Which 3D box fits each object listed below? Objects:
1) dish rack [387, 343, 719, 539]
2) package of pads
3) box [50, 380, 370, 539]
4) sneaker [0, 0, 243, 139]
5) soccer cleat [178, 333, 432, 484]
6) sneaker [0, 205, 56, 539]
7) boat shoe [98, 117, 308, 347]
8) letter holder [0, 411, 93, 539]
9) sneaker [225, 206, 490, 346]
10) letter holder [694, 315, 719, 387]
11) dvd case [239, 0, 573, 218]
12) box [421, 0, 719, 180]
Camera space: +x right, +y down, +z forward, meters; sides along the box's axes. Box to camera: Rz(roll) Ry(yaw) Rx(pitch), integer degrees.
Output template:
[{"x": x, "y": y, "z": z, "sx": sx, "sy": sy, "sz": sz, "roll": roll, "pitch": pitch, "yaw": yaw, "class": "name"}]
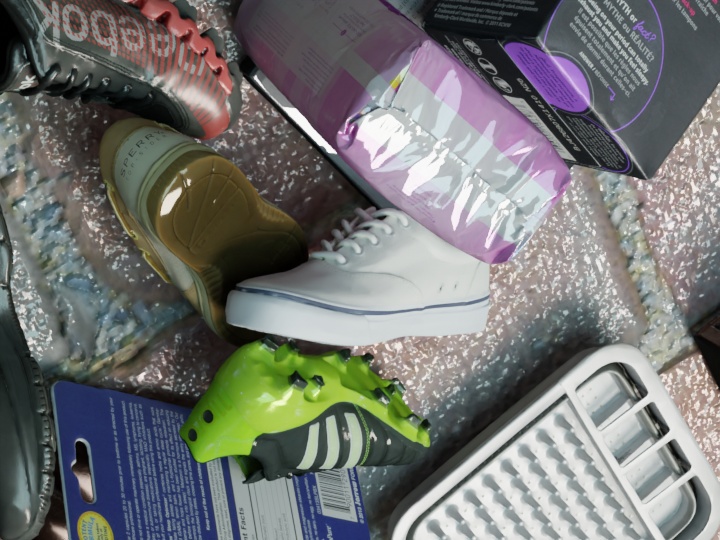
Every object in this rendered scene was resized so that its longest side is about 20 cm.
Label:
[{"x": 0.115, "y": 0.149, "z": 1.514, "sx": 0.200, "sy": 0.044, "sz": 0.172, "roll": -39, "pitch": 122, "yaw": -9, "class": "dish rack"}, {"x": 0.016, "y": -0.087, "z": 1.255, "sx": 0.076, "sy": 0.200, "sz": 0.120, "roll": -47, "pitch": 119, "yaw": 3, "class": "package of pads"}, {"x": -0.084, "y": 0.133, "z": 1.363, "sx": 0.199, "sy": 0.122, "sz": 0.032, "roll": 16, "pitch": 135, "yaw": -32, "class": "box"}, {"x": -0.145, "y": -0.115, "z": 1.250, "sx": 0.200, "sy": 0.071, "sz": 0.098, "roll": 38, "pitch": 61, "yaw": -31, "class": "sneaker"}, {"x": -0.030, "y": 0.085, "z": 1.383, "sx": 0.081, "sy": 0.068, "sz": 0.200, "roll": -44, "pitch": 151, "yaw": 15, "class": "soccer cleat"}, {"x": -0.210, "y": 0.047, "z": 1.264, "sx": 0.090, "sy": 0.076, "sz": 0.201, "roll": -15, "pitch": 78, "yaw": -10, "class": "sneaker"}, {"x": -0.083, "y": -0.024, "z": 1.313, "sx": 0.074, "sy": 0.066, "sz": 0.200, "roll": -46, "pitch": 153, "yaw": -11, "class": "boat shoe"}, {"x": -0.174, "y": 0.164, "z": 1.338, "sx": 0.142, "sy": 0.100, "sz": 0.200, "roll": -50, "pitch": 122, "yaw": -5, "class": "letter holder"}, {"x": 0.000, "y": 0.000, "z": 1.343, "sx": 0.199, "sy": 0.073, "sz": 0.071, "roll": -5, "pitch": 101, "yaw": -53, "class": "sneaker"}, {"x": 0.326, "y": 0.088, "z": 1.559, "sx": 0.142, "sy": 0.100, "sz": 0.201, "roll": -37, "pitch": 121, "yaw": -13, "class": "letter holder"}, {"x": 0.044, "y": -0.104, "z": 1.393, "sx": 0.150, "sy": 0.025, "sz": 0.200, "roll": -48, "pitch": 122, "yaw": -4, "class": "dvd case"}, {"x": 0.150, "y": -0.167, "z": 1.357, "sx": 0.200, "sy": 0.106, "sz": 0.122, "roll": -53, "pitch": 124, "yaw": -15, "class": "box"}]
